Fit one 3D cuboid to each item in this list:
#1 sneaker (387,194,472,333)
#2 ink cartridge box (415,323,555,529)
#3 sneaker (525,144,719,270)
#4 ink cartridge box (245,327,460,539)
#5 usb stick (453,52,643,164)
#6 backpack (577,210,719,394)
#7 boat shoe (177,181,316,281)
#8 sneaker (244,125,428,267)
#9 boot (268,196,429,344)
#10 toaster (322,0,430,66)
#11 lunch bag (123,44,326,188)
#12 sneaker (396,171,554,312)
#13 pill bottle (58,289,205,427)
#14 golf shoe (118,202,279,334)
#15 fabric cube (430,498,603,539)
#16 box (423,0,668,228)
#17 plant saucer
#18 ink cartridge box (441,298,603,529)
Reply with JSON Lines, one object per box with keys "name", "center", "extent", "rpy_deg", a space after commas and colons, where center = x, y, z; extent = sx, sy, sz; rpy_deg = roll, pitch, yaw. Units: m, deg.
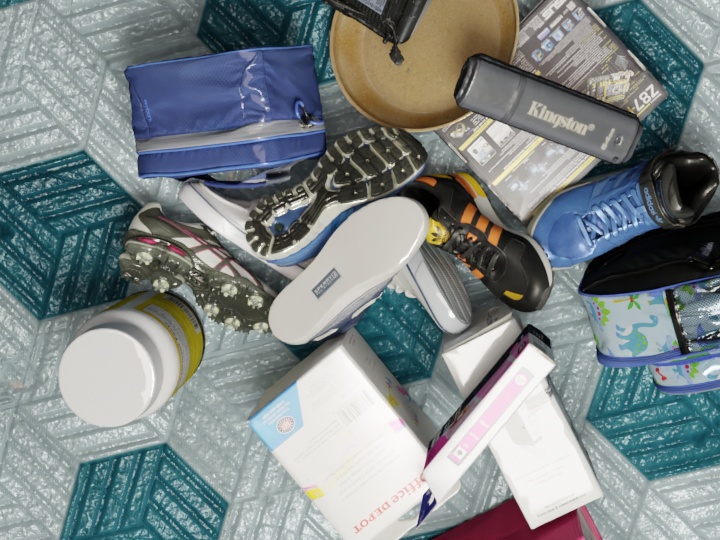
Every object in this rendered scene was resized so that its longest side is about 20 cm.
{"name": "sneaker", "center": [0.044, -0.008, 1.205], "extent": [0.071, 0.073, 0.201], "rpy_deg": [-43, 62, 23]}
{"name": "ink cartridge box", "center": [0.106, 0.142, 1.079], "extent": [0.037, 0.095, 0.201], "rpy_deg": [36, 101, 1]}
{"name": "sneaker", "center": [0.261, -0.063, 1.145], "extent": [0.199, 0.111, 0.077], "rpy_deg": [-23, 93, -16]}
{"name": "ink cartridge box", "center": [-0.001, 0.180, 1.221], "extent": [0.128, 0.125, 0.200], "rpy_deg": [-38, 94, 8]}
{"name": "usb stick", "center": [0.184, -0.156, 1.136], "extent": [0.199, 0.033, 0.056], "rpy_deg": [17, 103, -18]}
{"name": "backpack", "center": [0.324, 0.035, 1.146], "extent": [0.199, 0.183, 0.148], "rpy_deg": [-12, 103, 26]}
{"name": "boat shoe", "center": [-0.096, -0.046, 1.233], "extent": [0.199, 0.074, 0.066], "rpy_deg": [33, 95, -11]}
{"name": "sneaker", "center": [-0.021, -0.071, 1.170], "extent": [0.199, 0.089, 0.079], "rpy_deg": [-31, 70, 0]}
{"name": "boot", "center": [0.000, 0.000, 1.158], "extent": [0.200, 0.090, 0.073], "rpy_deg": [-38, 72, 21]}
{"name": "toaster", "center": [0.005, -0.315, 1.084], "extent": [0.180, 0.200, 0.119], "rpy_deg": [34, 77, 0]}
{"name": "lunch bag", "center": [-0.126, -0.149, 1.164], "extent": [0.199, 0.136, 0.134], "rpy_deg": [-2, 100, 30]}
{"name": "sneaker", "center": [0.107, -0.026, 1.155], "extent": [0.089, 0.200, 0.070], "rpy_deg": [-2, 129, -34]}
{"name": "pill bottle", "center": [-0.231, 0.088, 1.188], "extent": [0.113, 0.200, 0.115], "rpy_deg": [1, 97, 5]}
{"name": "golf shoe", "center": [-0.155, -0.004, 1.232], "extent": [0.199, 0.089, 0.077], "rpy_deg": [30, 135, -23]}
{"name": "fabric cube", "center": [0.175, 0.361, 1.196], "extent": [0.198, 0.200, 0.197], "rpy_deg": [-29, 95, 9]}
{"name": "box", "center": [0.189, -0.169, 1.201], "extent": [0.161, 0.049, 0.200], "rpy_deg": [45, 99, 0]}
{"name": "plant saucer", "center": [0.067, -0.235, 1.184], "extent": [0.198, 0.035, 0.202], "rpy_deg": [-3, 82, 19]}
{"name": "ink cartridge box", "center": [0.162, 0.139, 1.194], "extent": [0.083, 0.144, 0.201], "rpy_deg": [-26, 94, 8]}
